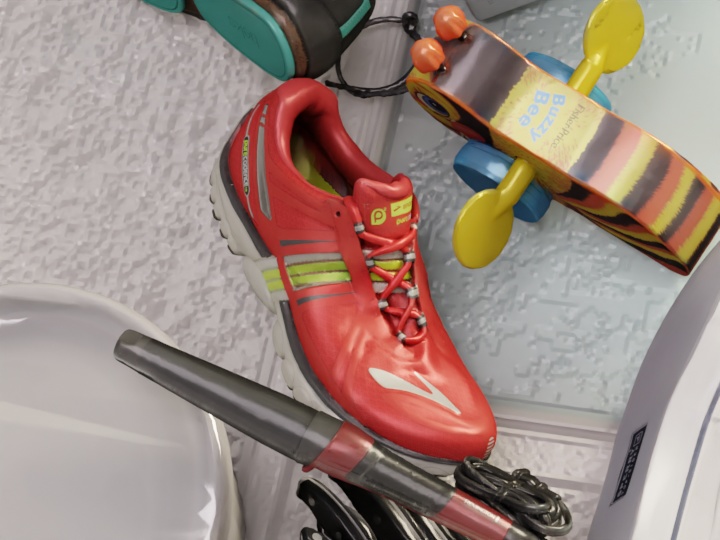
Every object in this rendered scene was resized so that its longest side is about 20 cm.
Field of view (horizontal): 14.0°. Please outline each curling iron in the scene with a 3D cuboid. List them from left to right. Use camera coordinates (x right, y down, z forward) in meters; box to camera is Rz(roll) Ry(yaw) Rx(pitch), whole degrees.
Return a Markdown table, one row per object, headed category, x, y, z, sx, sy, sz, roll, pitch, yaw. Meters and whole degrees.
| category | x | y | z | sx | sy | sz | roll | pitch | yaw |
| --- | --- | --- | --- | --- | --- | --- | --- | --- | --- |
| curling iron | -0.009 | 0.072 | 1.201 | 0.199 | 0.050 | 0.026 | 21 | 104 | 5 |

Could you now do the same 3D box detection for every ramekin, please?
| category | x | y | z | sx | sy | sz | roll | pitch | yaw |
| --- | --- | --- | --- | --- | --- | --- | --- | --- | --- |
| ramekin | -0.141 | 0.114 | 1.270 | 0.202 | 0.094 | 0.203 | -5 | 69 | 14 |

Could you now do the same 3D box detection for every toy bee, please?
| category | x | y | z | sx | sy | sz | roll | pitch | yaw |
| --- | --- | --- | --- | --- | --- | --- | --- | --- | --- |
| toy bee | 0.060 | -0.065 | 1.277 | 0.199 | 0.109 | 0.131 | 8 | 74 | 18 |

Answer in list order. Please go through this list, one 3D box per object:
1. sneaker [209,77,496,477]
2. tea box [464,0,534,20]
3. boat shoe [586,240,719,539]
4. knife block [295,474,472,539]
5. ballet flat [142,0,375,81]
| category | x | y | z | sx | sy | sz | roll | pitch | yaw |
| --- | --- | --- | --- | --- | --- | --- | --- | --- | --- |
| sneaker | 0.000 | 0.000 | 1.268 | 0.200 | 0.077 | 0.085 | 56 | 133 | 25 |
| tea box | 0.100 | -0.254 | 1.324 | 0.196 | 0.134 | 0.201 | -21 | 65 | 6 |
| boat shoe | 0.146 | 0.076 | 1.228 | 0.065 | 0.074 | 0.200 | 27 | 68 | -11 |
| knife block | 0.053 | 0.160 | 1.210 | 0.199 | 0.064 | 0.176 | 21 | 36 | -9 |
| ballet flat | -0.067 | -0.146 | 1.365 | 0.068 | 0.068 | 0.200 | -37 | 51 | -23 |
